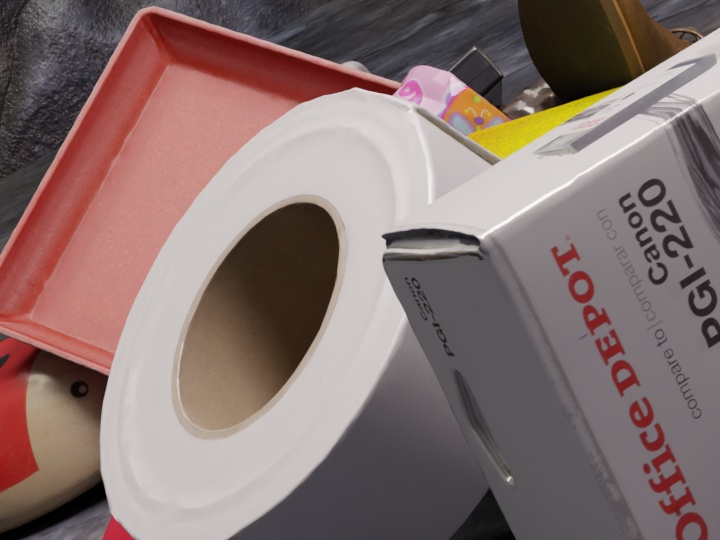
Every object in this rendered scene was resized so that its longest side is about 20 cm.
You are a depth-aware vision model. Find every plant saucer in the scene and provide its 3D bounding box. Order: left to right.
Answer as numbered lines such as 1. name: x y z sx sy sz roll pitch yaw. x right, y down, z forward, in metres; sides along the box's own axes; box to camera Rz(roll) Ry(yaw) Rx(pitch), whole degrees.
1. plant saucer: -0.075 -0.024 1.405 0.199 0.037 0.200 20 73 27

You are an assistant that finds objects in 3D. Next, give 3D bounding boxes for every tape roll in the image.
1. tape roll: -0.015 0.031 1.065 0.202 0.071 0.203 -37 37 34

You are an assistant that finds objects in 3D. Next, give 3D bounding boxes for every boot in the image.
1. boot: 0.131 -0.090 1.214 0.075 0.200 0.074 -43 44 -12

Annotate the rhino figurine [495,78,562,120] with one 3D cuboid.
1. rhino figurine: 0.062 -0.045 1.421 0.087 0.060 0.200 -41 -5 -46

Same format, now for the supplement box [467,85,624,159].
1. supplement box: 0.100 -0.007 1.142 0.109 0.109 0.200 -35 13 -38

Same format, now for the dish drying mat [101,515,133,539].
1. dish drying mat: -0.087 0.120 1.242 0.077 0.018 0.200 -25 11 5

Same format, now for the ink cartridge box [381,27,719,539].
1. ink cartridge box: 0.127 0.004 0.917 0.200 0.146 0.085 -31 12 -20

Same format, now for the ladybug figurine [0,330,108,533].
1. ladybug figurine: -0.189 0.084 1.471 0.200 0.072 0.136 -24 22 36

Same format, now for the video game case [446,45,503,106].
1. video game case: 0.001 -0.037 1.505 0.200 0.026 0.181 -44 -4 0

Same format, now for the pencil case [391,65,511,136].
1. pencil case: 0.000 0.000 1.270 0.200 0.087 0.087 -53 17 -12

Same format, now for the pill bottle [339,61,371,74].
1. pill bottle: -0.067 -0.041 1.706 0.199 0.114 0.114 -24 11 11
